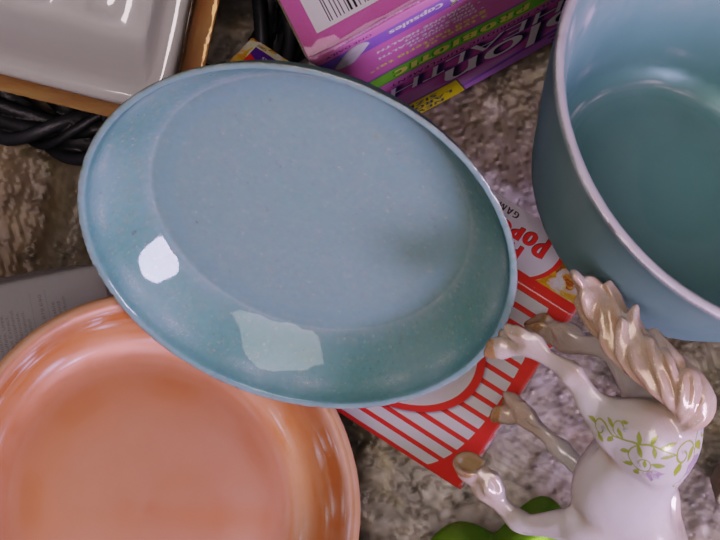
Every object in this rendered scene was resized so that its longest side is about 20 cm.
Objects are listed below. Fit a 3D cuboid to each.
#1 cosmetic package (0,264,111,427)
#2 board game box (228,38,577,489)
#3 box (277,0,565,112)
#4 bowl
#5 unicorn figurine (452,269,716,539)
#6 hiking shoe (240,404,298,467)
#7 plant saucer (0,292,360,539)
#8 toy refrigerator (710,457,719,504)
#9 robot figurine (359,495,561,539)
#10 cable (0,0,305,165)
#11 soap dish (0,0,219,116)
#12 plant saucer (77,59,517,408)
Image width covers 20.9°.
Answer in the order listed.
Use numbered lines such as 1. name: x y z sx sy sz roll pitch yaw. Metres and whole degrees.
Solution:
1. cosmetic package: -0.220 0.048 0.944 0.102 0.200 0.074 -9 91 36
2. board game box: 0.000 0.000 0.957 0.200 0.046 0.152 32 137 6
3. box: 0.052 -0.160 0.904 0.176 0.200 0.097 -28 82 8
4. bowl: 0.157 -0.049 0.877 0.200 0.105 0.201 7 68 -18
5. unicorn figurine: 0.115 0.092 0.880 0.137 0.200 0.074 32 67 18
6. hiking shoe: -0.109 0.131 1.004 0.087 0.074 0.200 31 85 -6
7. plant saucer: -0.098 0.111 0.927 0.200 0.037 0.201 5 76 -22
8. toy refrigerator: 0.274 0.127 0.953 0.200 0.076 0.070 26 96 5
9. robot figurine: 0.048 0.206 0.966 0.175 0.116 0.200 39 97 -1
10. cable: -0.122 -0.131 1.008 0.200 0.051 0.163 14 94 6
11. soap dish: -0.154 -0.165 0.950 0.200 0.081 0.158 15 99 10
12. plant saucer: -0.026 -0.021 0.874 0.200 0.036 0.200 9 134 9
